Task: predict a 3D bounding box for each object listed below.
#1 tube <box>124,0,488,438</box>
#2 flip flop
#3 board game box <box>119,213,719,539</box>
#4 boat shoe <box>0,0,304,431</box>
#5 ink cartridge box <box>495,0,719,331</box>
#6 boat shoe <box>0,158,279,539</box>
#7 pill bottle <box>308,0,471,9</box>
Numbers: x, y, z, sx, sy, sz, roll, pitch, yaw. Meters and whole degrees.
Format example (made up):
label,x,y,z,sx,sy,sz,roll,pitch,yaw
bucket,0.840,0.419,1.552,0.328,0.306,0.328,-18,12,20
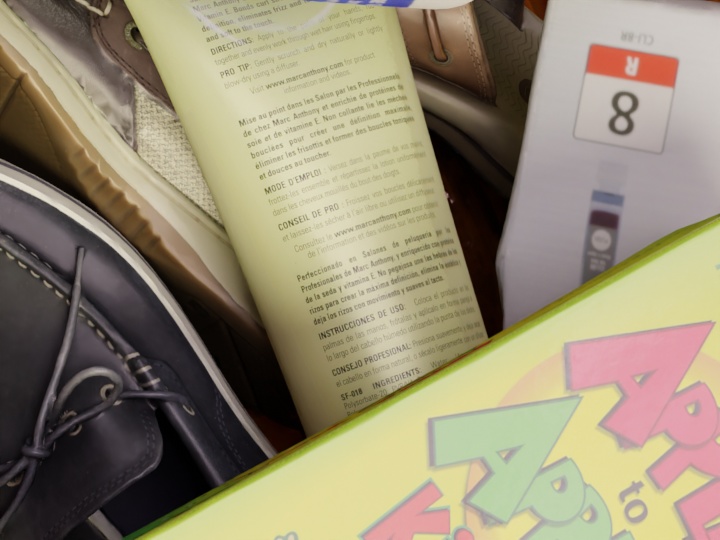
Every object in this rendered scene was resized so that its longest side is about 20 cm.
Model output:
label,x,y,z,sx,sy,sz,roll,pitch,yaw
tube,0.000,0.000,0.743,0.058,0.052,0.201,-19,89,-64
flip flop,0.025,-0.074,0.805,0.200,0.058,0.081,34,41,-13
board game box,0.027,0.077,0.690,0.199,0.048,0.102,-28,89,-13
boat shoe,-0.064,-0.041,0.778,0.200,0.073,0.065,47,62,-15
ink cartridge box,0.110,0.035,0.746,0.162,0.050,0.201,12,90,23
boat shoe,-0.072,0.045,0.745,0.200,0.075,0.062,49,25,-7
pill bottle,-0.016,-0.123,0.696,0.199,0.112,0.113,4,77,-9
